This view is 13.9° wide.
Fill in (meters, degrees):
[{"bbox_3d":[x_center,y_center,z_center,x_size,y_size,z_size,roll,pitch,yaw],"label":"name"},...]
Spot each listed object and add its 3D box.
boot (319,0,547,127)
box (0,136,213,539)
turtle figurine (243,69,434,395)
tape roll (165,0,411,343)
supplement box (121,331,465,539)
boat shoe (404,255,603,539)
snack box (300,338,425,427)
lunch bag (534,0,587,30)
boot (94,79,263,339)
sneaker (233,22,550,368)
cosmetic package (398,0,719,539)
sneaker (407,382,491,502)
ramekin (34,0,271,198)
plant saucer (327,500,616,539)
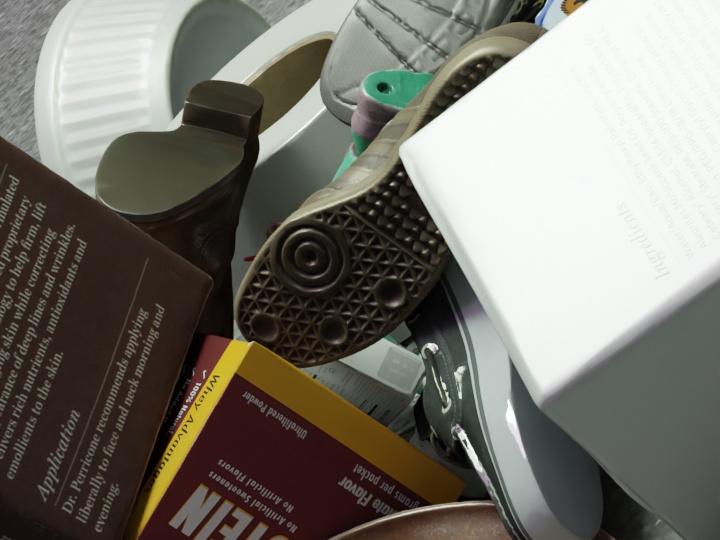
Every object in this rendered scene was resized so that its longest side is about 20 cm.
[{"bbox_3d":[0.067,-0.136,1.611,0.200,0.073,0.151,-52,-19,-6],"label":"boot"},{"bbox_3d":[-0.207,0.042,1.346,0.164,0.200,0.166,-28,35,48],"label":"box"},{"bbox_3d":[0.000,0.000,1.501,0.200,0.100,0.150,107,153,-48],"label":"turtle figurine"},{"bbox_3d":[-0.014,-0.053,1.716,0.202,0.139,0.203,-35,22,16],"label":"tape roll"},{"bbox_3d":[-0.089,0.141,1.410,0.198,0.133,0.200,-60,24,-10],"label":"supplement box"},{"bbox_3d":[0.057,0.058,1.323,0.057,0.069,0.200,-37,40,19],"label":"boat shoe"},{"bbox_3d":[-0.018,0.059,1.486,0.024,0.072,0.200,-65,3,-16],"label":"snack box"},{"bbox_3d":[0.186,-0.131,1.528,0.160,0.076,0.200,10,43,24],"label":"lunch bag"},{"bbox_3d":[-0.100,0.020,1.546,0.186,0.064,0.201,-46,-30,-62],"label":"boot"},{"bbox_3d":[0.025,-0.033,1.343,0.200,0.070,0.076,-44,2,25],"label":"sneaker"},{"bbox_3d":[0.158,-0.020,1.232,0.200,0.165,0.165,-36,48,11],"label":"cosmetic package"},{"bbox_3d":[0.060,0.061,1.430,0.200,0.089,0.074,-29,25,33],"label":"sneaker"},{"bbox_3d":[-0.114,-0.093,1.916,0.094,0.203,0.203,-10,34,32],"label":"ramekin"},{"bbox_3d":[0.029,0.173,1.255,0.200,0.037,0.201,-14,29,8],"label":"plant saucer"}]
